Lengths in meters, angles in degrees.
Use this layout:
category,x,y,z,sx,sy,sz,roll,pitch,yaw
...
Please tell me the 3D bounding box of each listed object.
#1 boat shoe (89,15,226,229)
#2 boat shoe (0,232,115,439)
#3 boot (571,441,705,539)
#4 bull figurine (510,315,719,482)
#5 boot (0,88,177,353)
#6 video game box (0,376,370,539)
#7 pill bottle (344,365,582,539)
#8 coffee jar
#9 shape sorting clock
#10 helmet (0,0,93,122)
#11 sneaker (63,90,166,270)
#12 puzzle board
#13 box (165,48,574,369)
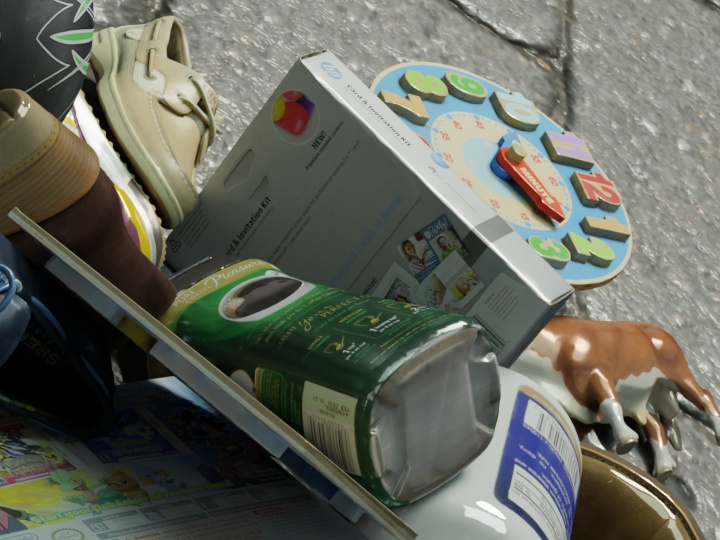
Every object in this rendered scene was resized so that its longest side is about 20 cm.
category,x,y,z,sx,sy,sz,roll,pitch,yaw
boat shoe,-0.115,-0.095,1.513,0.200,0.065,0.072,-113,-179,-58
boat shoe,-0.172,0.018,1.167,0.200,0.084,0.069,26,23,-47
boot,0.162,0.183,1.479,0.075,0.074,0.200,-23,67,-46
bull figurine,0.148,0.073,1.616,0.199,0.065,0.122,-3,53,-47
boot,-0.200,0.019,1.272,0.072,0.200,0.167,50,-7,46
video game box,-0.114,0.121,1.200,0.199,0.047,0.182,-7,35,-42
pill bottle,0.048,0.147,1.345,0.119,0.120,0.200,34,30,-7
coffee jar,-0.031,0.053,1.331,0.199,0.086,0.104,16,34,42
shape sorting clock,0.090,-0.064,1.640,0.199,0.039,0.200,28,31,-19
helmet,-0.230,-0.130,1.322,0.190,0.201,0.200,4,33,3
sneaker,-0.191,-0.066,1.422,0.200,0.075,0.090,49,26,19
puzzle board,-0.071,0.053,1.204,0.200,0.017,0.151,36,-5,29
box,0.000,0.000,1.460,0.200,0.156,0.041,44,27,11
